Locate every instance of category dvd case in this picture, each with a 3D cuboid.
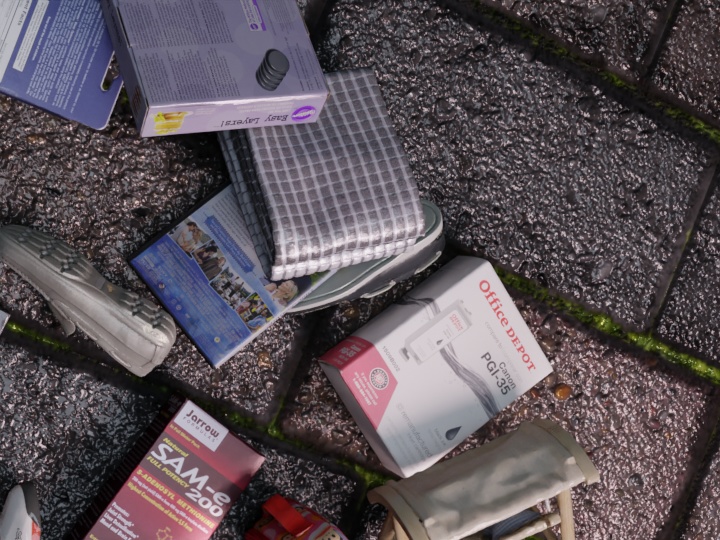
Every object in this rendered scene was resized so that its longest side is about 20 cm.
[{"bbox_3d":[-0.113,-0.018,1.457,0.200,0.018,0.143,-39,80,-13],"label":"dvd case"}]

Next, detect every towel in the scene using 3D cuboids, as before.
[{"bbox_3d":[-0.040,-0.103,1.434,0.164,0.086,0.202,-13,71,-17],"label":"towel"}]

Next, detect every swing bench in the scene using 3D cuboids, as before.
[{"bbox_3d":[0.118,0.254,1.477,0.197,0.130,0.201,-19,138,-18],"label":"swing bench"}]

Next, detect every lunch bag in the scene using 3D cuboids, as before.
[{"bbox_3d":[-0.038,0.296,1.436,0.082,0.200,0.177,-38,101,-14],"label":"lunch bag"}]

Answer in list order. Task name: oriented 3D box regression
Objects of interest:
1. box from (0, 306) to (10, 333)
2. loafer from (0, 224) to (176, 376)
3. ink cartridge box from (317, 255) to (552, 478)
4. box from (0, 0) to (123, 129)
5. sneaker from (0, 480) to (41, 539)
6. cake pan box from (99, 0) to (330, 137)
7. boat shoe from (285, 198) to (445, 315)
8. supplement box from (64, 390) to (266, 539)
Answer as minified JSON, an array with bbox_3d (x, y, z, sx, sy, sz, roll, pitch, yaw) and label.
[{"bbox_3d":[-0.443,0.092,1.362,0.157,0.048,0.201,28,85,-19],"label":"box"},{"bbox_3d":[-0.273,0.031,1.407,0.199,0.070,0.070,36,110,-6],"label":"loafer"},{"bbox_3d":[0.079,0.098,1.524,0.199,0.083,0.147,-36,104,-13],"label":"ink cartridge box"},{"bbox_3d":[-0.318,-0.224,1.394,0.198,0.032,0.122,22,86,-18],"label":"box"},{"bbox_3d":[-0.368,0.301,1.391,0.107,0.067,0.204,6,94,-22],"label":"sneaker"},{"bbox_3d":[-0.145,-0.226,1.389,0.183,0.052,0.201,-8,63,-27],"label":"cake pan box"},{"bbox_3d":[0.000,0.000,1.500,0.198,0.076,0.061,-24,144,-3],"label":"boat shoe"},{"bbox_3d":[-0.197,0.233,1.450,0.109,0.061,0.201,38,80,-17],"label":"supplement box"}]
